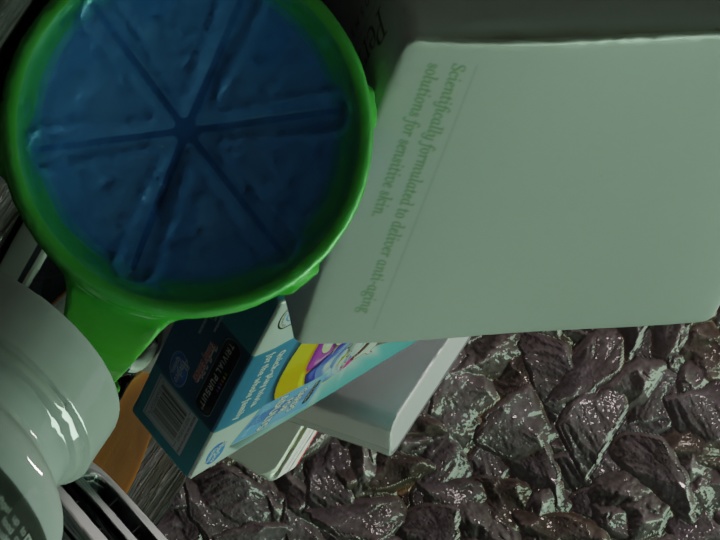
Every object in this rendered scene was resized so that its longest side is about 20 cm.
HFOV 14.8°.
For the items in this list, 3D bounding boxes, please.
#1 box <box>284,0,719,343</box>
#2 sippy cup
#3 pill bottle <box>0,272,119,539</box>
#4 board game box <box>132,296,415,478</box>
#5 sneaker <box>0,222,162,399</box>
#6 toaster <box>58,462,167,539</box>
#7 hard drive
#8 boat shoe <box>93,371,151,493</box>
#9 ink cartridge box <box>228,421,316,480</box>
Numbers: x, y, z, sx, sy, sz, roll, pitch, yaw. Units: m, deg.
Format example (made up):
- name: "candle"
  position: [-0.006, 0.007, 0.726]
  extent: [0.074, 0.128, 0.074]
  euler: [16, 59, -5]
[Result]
- name: "box"
  position: [0.066, -0.095, 1.126]
  extent: [0.199, 0.199, 0.172]
  euler: [111, -31, -51]
- name: "sippy cup"
  position: [-0.071, -0.050, 1.044]
  extent: [0.177, 0.140, 0.130]
  euler: [-33, -175, -8]
- name: "pill bottle"
  position: [-0.172, 0.097, 0.930]
  extent: [0.200, 0.116, 0.116]
  euler: [-55, 177, -33]
- name: "board game box"
  position: [0.000, 0.000, 1.288]
  extent: [0.200, 0.047, 0.151]
  euler: [-29, 161, -35]
- name: "sneaker"
  position: [-0.144, 0.044, 1.254]
  extent: [0.200, 0.079, 0.078]
  euler: [-57, 179, 27]
- name: "toaster"
  position: [-0.142, 0.170, 1.246]
  extent: [0.129, 0.200, 0.114]
  euler: [-46, 161, 8]
- name: "hard drive"
  position: [-0.046, 0.017, 1.447]
  extent: [0.132, 0.199, 0.027]
  euler: [-54, 153, -41]
- name: "boat shoe"
  position: [-0.140, 0.065, 1.470]
  extent: [0.200, 0.070, 0.071]
  euler: [-63, 160, -56]
- name: "ink cartridge box"
  position: [-0.086, 0.055, 1.702]
  extent: [0.084, 0.144, 0.200]
  euler: [-58, 178, 1]
